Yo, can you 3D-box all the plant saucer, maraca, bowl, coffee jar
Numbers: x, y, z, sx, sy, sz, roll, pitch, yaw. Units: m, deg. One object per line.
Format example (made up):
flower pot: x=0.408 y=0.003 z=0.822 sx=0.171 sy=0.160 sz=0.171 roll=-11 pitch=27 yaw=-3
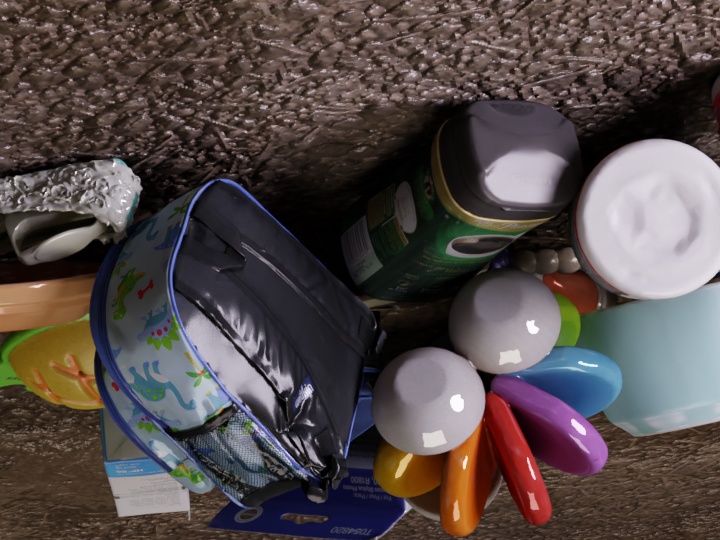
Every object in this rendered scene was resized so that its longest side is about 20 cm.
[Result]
plant saucer: x=-0.278 y=0.020 z=1.615 sx=0.199 sy=0.038 sz=0.200 roll=-2 pitch=-174 yaw=0
maraca: x=-0.221 y=0.059 z=1.753 sx=0.137 sy=0.107 sz=0.200 roll=11 pitch=153 yaw=-41
bowl: x=0.256 y=0.067 z=1.751 sx=0.200 sy=0.105 sz=0.201 roll=-13 pitch=176 yaw=-1
coffee jar: x=0.072 y=-0.050 z=1.609 sx=0.104 sy=0.086 sz=0.200 roll=0 pitch=158 yaw=-30

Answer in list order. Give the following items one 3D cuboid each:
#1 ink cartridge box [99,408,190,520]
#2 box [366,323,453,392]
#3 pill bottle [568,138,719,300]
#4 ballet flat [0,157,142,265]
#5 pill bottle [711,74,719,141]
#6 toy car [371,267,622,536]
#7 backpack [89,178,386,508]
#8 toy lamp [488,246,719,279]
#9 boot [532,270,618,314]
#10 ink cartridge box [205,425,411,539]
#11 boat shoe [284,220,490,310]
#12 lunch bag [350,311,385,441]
ink cartridge box: x=-0.189 y=0.143 z=1.956 sx=0.068 sy=0.116 sz=0.200 roll=-5 pitch=157 yaw=-3
box: x=0.107 y=0.095 z=1.822 sx=0.143 sy=0.036 sz=0.200 roll=-37 pitch=148 yaw=7
pill bottle: x=0.206 y=-0.034 z=1.611 sx=0.110 sy=0.111 sz=0.200 roll=-9 pitch=179 yaw=2
ballet flat: x=-0.251 y=-0.031 z=1.576 sx=0.199 sy=0.072 sz=0.072 roll=-13 pitch=158 yaw=12
pill bottle: x=0.316 y=-0.048 z=1.541 sx=0.119 sy=0.201 sz=0.120 roll=-6 pitch=158 yaw=-3
toy car: x=0.111 y=0.111 z=1.652 sx=0.200 sy=0.150 sz=0.175 roll=-45 pitch=150 yaw=-15
backpack: x=-0.104 y=0.052 z=1.593 sx=0.147 sy=0.183 sz=0.200 roll=-21 pitch=123 yaw=31
toy lamp: x=0.195 y=-0.009 z=1.793 sx=0.199 sy=0.058 sz=0.058 roll=-1 pitch=157 yaw=-9
boot: x=0.110 y=0.047 z=1.894 sx=0.107 sy=0.075 sz=0.200 roll=19 pitch=140 yaw=-39
ink cartridge box: x=-0.012 y=0.165 z=1.959 sx=0.199 sy=0.041 sz=0.200 roll=-1 pitch=-155 yaw=37
boat shoe: x=0.001 y=0.006 z=1.735 sx=0.202 sy=0.075 sz=0.075 roll=-3 pitch=155 yaw=-14
lunch bag: x=-0.068 y=0.095 z=1.859 sx=0.135 sy=0.133 sz=0.200 roll=4 pitch=155 yaw=-25
